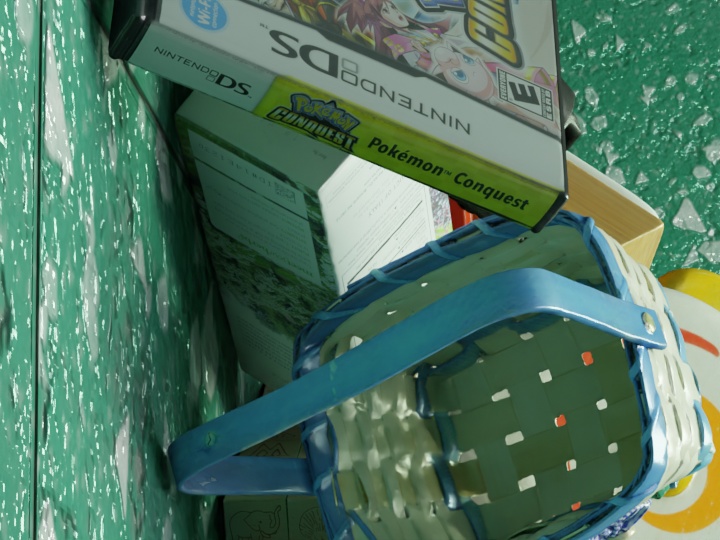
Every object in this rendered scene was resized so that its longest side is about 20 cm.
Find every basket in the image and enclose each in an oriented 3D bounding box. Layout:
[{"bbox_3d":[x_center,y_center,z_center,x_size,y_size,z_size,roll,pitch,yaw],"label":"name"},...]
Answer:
[{"bbox_3d":[0.044,0.052,0.961,0.200,0.176,0.140,16,54,-52],"label":"basket"}]

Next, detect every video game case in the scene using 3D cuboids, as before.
[{"bbox_3d":[-0.004,-0.123,0.933,0.026,0.180,0.200,-50,-153,40],"label":"video game case"}]

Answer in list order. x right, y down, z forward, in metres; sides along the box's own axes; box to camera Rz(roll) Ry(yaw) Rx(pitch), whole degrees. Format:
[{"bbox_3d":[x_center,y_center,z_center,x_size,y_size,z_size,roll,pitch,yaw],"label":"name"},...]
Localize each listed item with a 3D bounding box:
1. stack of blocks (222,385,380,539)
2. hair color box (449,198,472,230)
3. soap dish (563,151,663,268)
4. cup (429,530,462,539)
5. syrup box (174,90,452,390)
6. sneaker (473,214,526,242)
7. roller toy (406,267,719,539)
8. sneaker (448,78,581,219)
[{"bbox_3d":[-0.022,0.131,1.156,0.200,0.058,0.116,-72,159,-76],"label":"stack of blocks"},{"bbox_3d":[0.005,-0.076,1.287,0.200,0.110,0.064,-86,172,-49],"label":"hair color box"},{"bbox_3d":[0.068,-0.012,1.435,0.081,0.200,0.158,-34,151,-44],"label":"soap dish"},{"bbox_3d":[0.057,0.230,1.075,0.201,0.143,0.200,-63,173,-14],"label":"cup"},{"bbox_3d":[-0.014,-0.017,1.064,0.081,0.079,0.200,-49,153,-23],"label":"syrup box"},{"bbox_3d":[0.087,0.036,1.352,0.090,0.070,0.200,53,-11,56],"label":"sneaker"},{"bbox_3d":[0.123,0.103,1.196,0.140,0.199,0.183,-28,-104,62],"label":"roller toy"},{"bbox_3d":[0.028,-0.051,1.134,0.073,0.112,0.200,-58,-164,-25],"label":"sneaker"}]
